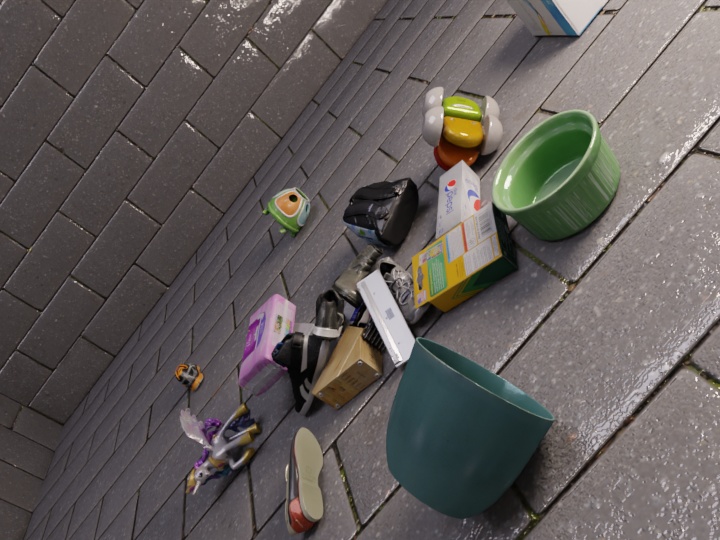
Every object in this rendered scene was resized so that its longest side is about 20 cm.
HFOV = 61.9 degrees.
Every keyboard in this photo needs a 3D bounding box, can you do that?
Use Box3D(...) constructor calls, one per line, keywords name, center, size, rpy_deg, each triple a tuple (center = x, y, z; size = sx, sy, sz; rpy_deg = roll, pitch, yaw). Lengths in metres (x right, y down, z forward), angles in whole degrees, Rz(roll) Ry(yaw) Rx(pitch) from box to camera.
Box3D(name="keyboard", center=(0.050, 0.088, 1.146), size=(0.055, 0.011, 0.203), rpy_deg=(-30, 56, 4))

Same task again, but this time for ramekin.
Box3D(name="ramekin", center=(0.320, -0.148, 0.976), size=(0.199, 0.097, 0.202), rpy_deg=(-41, 27, 25))

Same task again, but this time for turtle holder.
Box3D(name="turtle holder", center=(-0.226, -0.199, 2.018), size=(0.132, 0.184, 0.141), rpy_deg=(-48, 57, 10))

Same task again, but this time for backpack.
Box3D(name="backpack", center=(0.042, -0.134, 1.435), size=(0.196, 0.153, 0.167), rpy_deg=(13, 72, 41))

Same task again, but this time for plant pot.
Box3D(name="plant pot", center=(0.122, 0.207, 0.767), size=(0.164, 0.197, 0.200), rpy_deg=(-63, 24, 4))

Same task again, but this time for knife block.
Box3D(name="knife block", center=(-0.010, 0.157, 1.216), size=(0.199, 0.063, 0.178), rpy_deg=(-42, 26, 26))

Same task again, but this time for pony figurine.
Box3D(name="pony figurine", center=(-0.333, 0.405, 1.404), size=(0.198, 0.168, 0.194), rpy_deg=(-35, 34, 2))

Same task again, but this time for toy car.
Box3D(name="toy car", center=(0.216, -0.303, 1.334), size=(0.203, 0.169, 0.153), rpy_deg=(-83, 2, -48))

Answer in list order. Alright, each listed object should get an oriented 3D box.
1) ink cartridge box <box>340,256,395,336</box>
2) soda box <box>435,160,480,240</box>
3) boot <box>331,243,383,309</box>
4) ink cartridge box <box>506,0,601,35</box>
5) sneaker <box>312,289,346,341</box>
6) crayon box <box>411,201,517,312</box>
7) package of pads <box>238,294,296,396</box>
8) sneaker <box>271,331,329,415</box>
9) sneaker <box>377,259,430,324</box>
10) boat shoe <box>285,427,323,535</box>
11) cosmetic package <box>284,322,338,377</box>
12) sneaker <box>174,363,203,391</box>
Box3D(name="ink cartridge box", center=(0.008, 0.066, 1.338), size=(0.094, 0.037, 0.203), rpy_deg=(-13, 44, 55))
Box3D(name="soda box", center=(0.199, -0.128, 1.210), size=(0.068, 0.063, 0.203), rpy_deg=(-33, 31, 35))
Box3D(name="boot", center=(0.000, 0.000, 1.291), size=(0.132, 0.067, 0.200), rpy_deg=(-51, 11, 4))
Box3D(name="ink cartridge box", center=(0.439, -0.631, 1.334), size=(0.148, 0.145, 0.200), rpy_deg=(-49, 24, 6))
Box3D(name="sneaker", center=(-0.058, 0.084, 1.238), size=(0.200, 0.064, 0.094), rpy_deg=(-46, -36, -85))
Box3D(name="crayon box", center=(0.182, -0.015, 1.087), size=(0.198, 0.051, 0.128), rpy_deg=(-35, 39, 34))
Box3D(name="package of pads", center=(-0.210, 0.167, 1.357), size=(0.120, 0.075, 0.203), rpy_deg=(-40, 31, 30))
Box3D(name="sneaker", center=(-0.137, 0.205, 1.245), size=(0.074, 0.109, 0.204), rpy_deg=(-80, 7, -59))
Box3D(name="sneaker", center=(0.076, 0.040, 1.190), size=(0.075, 0.081, 0.200), rpy_deg=(-50, 24, 5))
Box3D(name="boat shoe", center=(-0.108, 0.381, 1.101), size=(0.063, 0.070, 0.202), rpy_deg=(-45, 30, 22))
Box3D(name="cosmetic package", center=(-0.149, 0.189, 1.407), size=(0.198, 0.081, 0.115), rpy_deg=(-5, 52, 60))
Box3D(name="sneaker", center=(-0.581, 0.340, 1.997), size=(0.198, 0.077, 0.080), rpy_deg=(-3, 55, 61))
